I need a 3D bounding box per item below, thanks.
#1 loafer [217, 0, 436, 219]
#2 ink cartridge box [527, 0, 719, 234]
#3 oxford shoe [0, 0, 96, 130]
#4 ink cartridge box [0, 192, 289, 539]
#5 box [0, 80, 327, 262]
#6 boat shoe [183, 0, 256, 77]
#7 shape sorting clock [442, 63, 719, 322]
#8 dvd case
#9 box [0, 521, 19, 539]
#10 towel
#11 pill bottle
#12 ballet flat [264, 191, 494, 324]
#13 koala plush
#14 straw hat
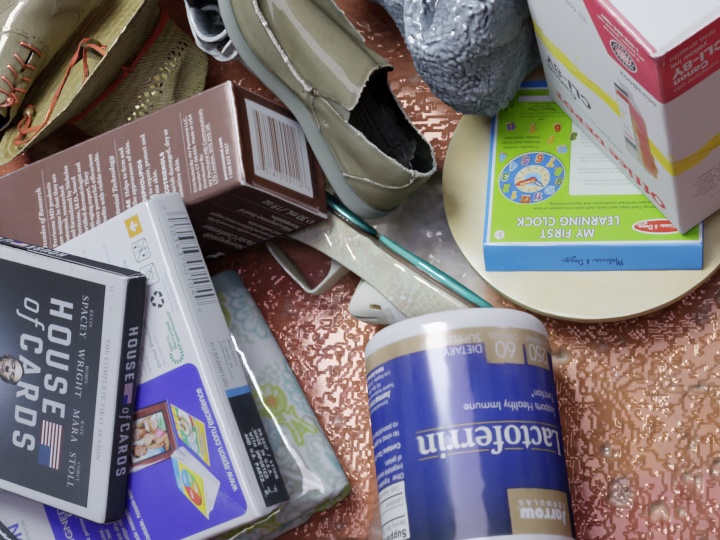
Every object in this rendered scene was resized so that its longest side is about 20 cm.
[{"bbox_3d":[-0.014,-0.126,1.126,0.069,0.200,0.075,-15,27,44],"label":"loafer"},{"bbox_3d":[0.169,-0.134,1.068,0.083,0.200,0.145,-36,60,-5],"label":"ink cartridge box"},{"bbox_3d":[-0.238,-0.141,1.254,0.200,0.070,0.075,-44,49,15],"label":"oxford shoe"},{"bbox_3d":[-0.157,0.082,1.111,0.199,0.043,0.199,-24,83,30],"label":"ink cartridge box"},{"bbox_3d":[-0.131,-0.045,1.169,0.199,0.100,0.075,-18,70,28],"label":"box"},{"bbox_3d":[-0.084,-0.173,1.169,0.072,0.200,0.069,16,65,19],"label":"boat shoe"},{"bbox_3d":[0.151,-0.059,1.168,0.199,0.039,0.201,-5,60,9],"label":"shape sorting clock"},{"bbox_3d":[-0.219,0.056,1.108,0.199,0.025,0.151,13,103,31],"label":"dvd case"},{"bbox_3d":[-0.307,0.219,1.112,0.132,0.115,0.201,41,117,21],"label":"box"},{"bbox_3d":[-0.128,0.118,1.179,0.199,0.048,0.172,-30,72,3],"label":"towel"},{"bbox_3d":[0.068,0.132,1.090,0.115,0.116,0.201,-10,72,10],"label":"pill bottle"},{"bbox_3d":[0.000,0.000,1.179,0.200,0.067,0.063,36,94,30],"label":"ballet flat"},{"bbox_3d":[0.032,-0.211,1.166,0.199,0.177,0.185,23,95,24],"label":"koala plush"},{"bbox_3d":[-0.153,-0.128,1.232,0.085,0.201,0.202,37,83,-18],"label":"straw hat"}]
